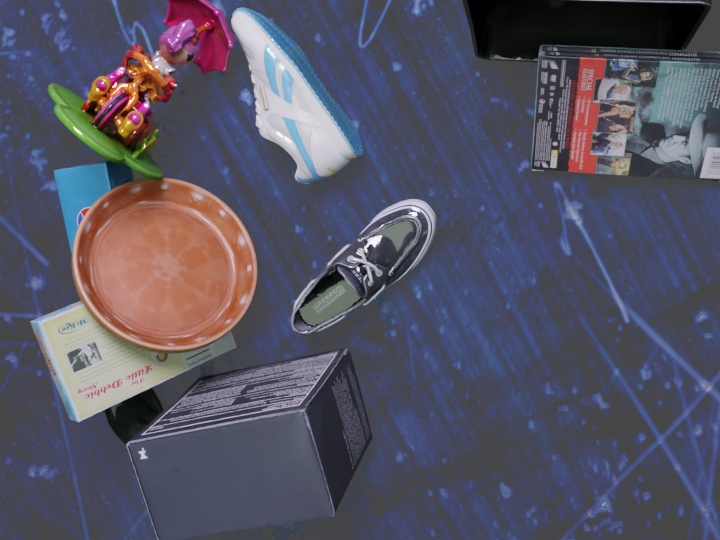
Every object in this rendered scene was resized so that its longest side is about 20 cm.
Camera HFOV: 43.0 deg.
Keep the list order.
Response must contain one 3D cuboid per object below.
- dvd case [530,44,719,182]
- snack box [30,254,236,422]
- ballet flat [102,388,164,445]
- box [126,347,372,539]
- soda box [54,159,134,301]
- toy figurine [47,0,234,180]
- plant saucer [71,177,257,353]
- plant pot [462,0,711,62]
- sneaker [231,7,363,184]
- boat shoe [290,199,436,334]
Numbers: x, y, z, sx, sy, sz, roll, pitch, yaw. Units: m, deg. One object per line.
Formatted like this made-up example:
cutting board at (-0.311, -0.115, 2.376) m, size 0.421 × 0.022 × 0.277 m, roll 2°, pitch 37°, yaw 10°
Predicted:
dvd case at (0.270, -0.151, 0.891) m, size 0.199 × 0.022 × 0.146 m, roll 6°, pitch 139°, yaw 12°
snack box at (-0.246, 0.071, 1.013) m, size 0.037 × 0.200 × 0.117 m, roll -2°, pitch 109°, yaw 57°
ballet flat at (-0.295, 0.140, 1.111) m, size 0.066 × 0.057 × 0.200 m, roll -33°, pitch 99°, yaw -11°
box at (-0.111, 0.186, 0.995) m, size 0.199 × 0.198 × 0.124 m, roll -13°, pitch 99°, yaw 15°
soda box at (-0.289, -0.025, 1.057) m, size 0.068 × 0.064 × 0.201 m, roll -7°, pitch 101°, yaw 13°
toy figurine at (-0.214, -0.209, 0.951) m, size 0.150 × 0.200 × 0.184 m, roll 41°, pitch 95°, yaw -8°
plant saucer at (-0.212, -0.005, 0.999) m, size 0.200 × 0.200 × 0.032 m, roll 47°, pitch 148°, yaw -1°
plant pot at (0.207, -0.300, 0.831) m, size 0.199 × 0.199 × 0.178 m, roll 6°, pitch 89°, yaw 11°
sneaker at (-0.084, -0.187, 0.973) m, size 0.081 × 0.077 × 0.200 m, roll -33°, pitch 92°, yaw 19°
boat shoe at (0.000, 0.000, 0.998) m, size 0.200 × 0.068 × 0.072 m, roll -38°, pitch 92°, yaw 17°
